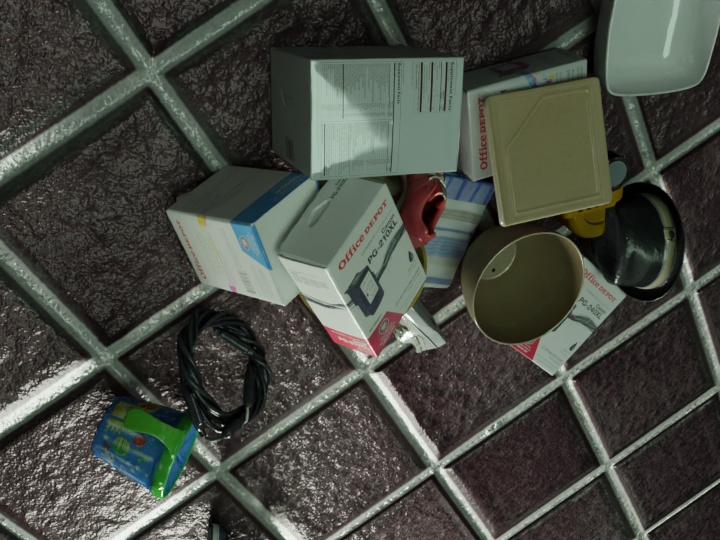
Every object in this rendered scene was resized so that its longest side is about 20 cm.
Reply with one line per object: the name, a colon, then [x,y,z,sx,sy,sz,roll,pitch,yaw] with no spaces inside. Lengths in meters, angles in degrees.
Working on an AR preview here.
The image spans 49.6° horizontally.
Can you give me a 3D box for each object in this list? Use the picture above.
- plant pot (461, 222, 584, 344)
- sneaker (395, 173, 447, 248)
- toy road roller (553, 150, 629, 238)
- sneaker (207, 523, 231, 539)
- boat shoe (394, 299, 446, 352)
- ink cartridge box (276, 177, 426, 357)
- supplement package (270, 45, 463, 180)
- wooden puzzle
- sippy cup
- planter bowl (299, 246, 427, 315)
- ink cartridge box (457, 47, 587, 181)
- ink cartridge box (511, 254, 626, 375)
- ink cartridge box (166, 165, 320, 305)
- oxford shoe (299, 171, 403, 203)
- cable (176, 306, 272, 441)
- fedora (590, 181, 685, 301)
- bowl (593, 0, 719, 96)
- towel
plant pot: [0.244,0.002,1.277,0.199,0.135,0.201,-10,120,-18]
sneaker: [0.099,-0.117,1.120,0.074,0.087,0.201,28,67,-35]
toy road roller: [0.325,-0.120,1.250,0.199,0.123,0.147,-16,122,-13]
sneaker: [-0.202,0.521,1.406,0.145,0.077,0.203,-4,129,-7]
boat shoe: [0.082,0.088,1.277,0.066,0.072,0.200,-30,154,8]
ink cartridge box: [-0.004,-0.006,1.021,0.145,0.084,0.200,-57,143,-24]
supplement package: [0.001,-0.213,1.020,0.199,0.191,0.148,-6,111,-19]
wooden puzzle: [0.271,-0.173,1.130,0.199,0.037,0.186,-14,101,-17]
sippy cup: [-0.328,0.257,1.181,0.130,0.140,0.179,23,115,1]
planter bowl: [0.000,0.000,1.184,0.200,0.201,0.083,-29,166,-5]
ink cartridge box: [0.234,-0.235,1.175,0.199,0.085,0.145,-17,122,-11]
ink cartridge box: [0.349,0.064,1.384,0.145,0.083,0.200,34,101,-33]
ink cartridge box: [-0.152,-0.055,1.055,0.125,0.199,0.129,-44,130,-34]
oxford shoe: [0.005,-0.140,1.145,0.199,0.070,0.075,-2,108,-27]
cable: [-0.204,0.146,1.179,0.163,0.051,0.201,-25,102,-46]
fedora: [0.444,-0.046,1.298,0.091,0.201,0.202,-4,119,-23]
bowl: [0.444,-0.377,1.189,0.199,0.075,0.201,-10,121,-17]
towel: [0.135,-0.059,1.243,0.146,0.024,0.201,4,117,-45]
